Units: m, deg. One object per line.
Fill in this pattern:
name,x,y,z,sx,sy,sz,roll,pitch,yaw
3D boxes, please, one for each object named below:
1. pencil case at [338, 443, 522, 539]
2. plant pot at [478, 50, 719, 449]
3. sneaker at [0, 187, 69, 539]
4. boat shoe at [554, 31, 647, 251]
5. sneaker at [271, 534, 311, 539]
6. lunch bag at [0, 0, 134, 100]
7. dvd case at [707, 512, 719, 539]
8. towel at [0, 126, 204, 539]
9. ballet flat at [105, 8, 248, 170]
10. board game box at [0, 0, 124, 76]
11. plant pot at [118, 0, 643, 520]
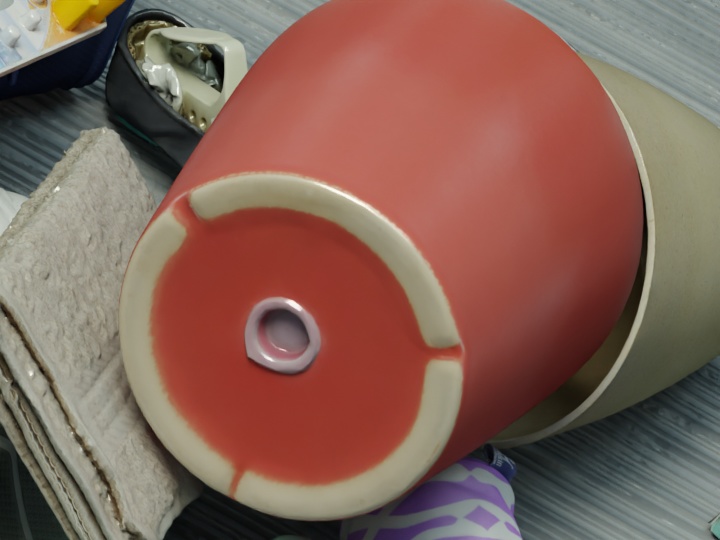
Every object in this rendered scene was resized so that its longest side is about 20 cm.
pencil case,0.048,0.171,1.064,0.086,0.084,0.201,50,20,-46
plant pot,0.117,-0.013,1.238,0.199,0.188,0.188,1,45,-50
sneaker,-0.126,0.042,1.105,0.080,0.071,0.201,11,44,-34
boat shoe,0.133,-0.072,1.378,0.200,0.070,0.066,37,23,14
sneaker,-0.063,0.186,0.992,0.199,0.078,0.140,-13,56,-27
lunch bag,-0.198,-0.166,1.229,0.132,0.136,0.200,-12,56,-37
dvd case,0.277,0.128,1.280,0.146,0.022,0.200,43,41,16
towel,-0.101,0.027,1.056,0.133,0.034,0.200,62,19,-16
ballet flat,-0.057,-0.069,1.214,0.073,0.074,0.200,-9,33,-36
board game box,-0.200,-0.166,1.061,0.200,0.026,0.200,54,28,0
plant pot,0.000,0.000,1.048,0.200,0.201,0.177,34,28,7
